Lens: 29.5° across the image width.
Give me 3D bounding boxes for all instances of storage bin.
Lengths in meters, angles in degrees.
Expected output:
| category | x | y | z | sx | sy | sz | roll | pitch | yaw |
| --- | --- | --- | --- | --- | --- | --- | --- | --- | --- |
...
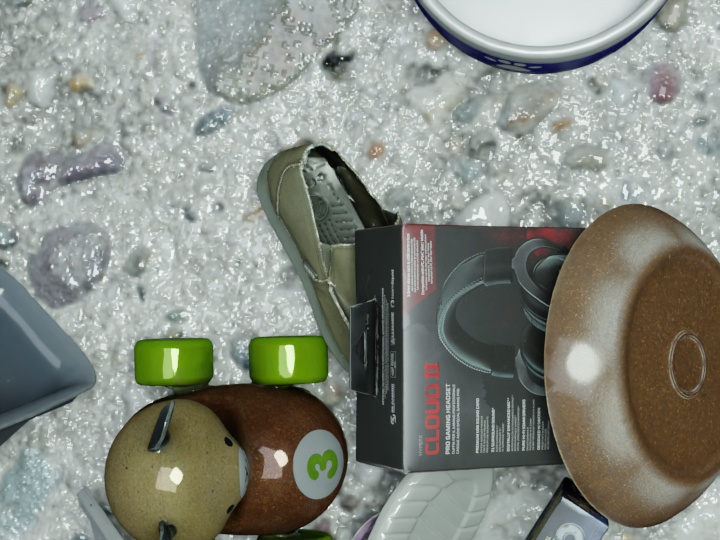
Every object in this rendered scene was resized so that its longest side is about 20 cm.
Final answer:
| category | x | y | z | sx | sy | sz | roll | pitch | yaw |
| --- | --- | --- | --- | --- | --- | --- | --- | --- | --- |
| storage bin | -0.293 | 0.080 | 0.883 | 0.134 | 0.200 | 0.146 | -45 | 85 | 12 |

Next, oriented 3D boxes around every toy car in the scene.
| category | x | y | z | sx | sy | sz | roll | pitch | yaw |
| --- | --- | --- | --- | --- | --- | --- | --- | --- | --- |
| toy car | -0.094 | 0.126 | 0.851 | 0.157 | 0.200 | 0.165 | -2 | 89 | 6 |

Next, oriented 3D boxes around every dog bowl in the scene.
| category | x | y | z | sx | sy | sz | roll | pitch | yaw |
| --- | --- | --- | --- | --- | --- | --- | --- | --- | --- |
| dog bowl | 0.120 | -0.233 | 0.900 | 0.199 | 0.079 | 0.201 | 0 | 88 | 6 |

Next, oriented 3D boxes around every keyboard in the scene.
| category | x | y | z | sx | sy | sz | roll | pitch | yaw |
| --- | --- | --- | --- | --- | --- | --- | --- | --- | --- |
| keyboard | -0.149 | 0.188 | 0.861 | 0.011 | 0.200 | 0.056 | -22 | 104 | -18 |

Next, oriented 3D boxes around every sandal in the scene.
| category | x | y | z | sx | sy | sz | roll | pitch | yaw |
| --- | --- | --- | --- | --- | --- | --- | --- | --- | --- |
| sandal | 0.017 | 0.195 | 0.912 | 0.050 | 0.082 | 0.203 | 30 | 91 | 48 |

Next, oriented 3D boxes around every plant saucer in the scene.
| category | x | y | z | sx | sy | sz | roll | pitch | yaw |
| --- | --- | --- | --- | --- | --- | --- | --- | --- | --- |
| plant saucer | 0.188 | 0.058 | 0.839 | 0.037 | 0.200 | 0.201 | -4 | 88 | 47 |

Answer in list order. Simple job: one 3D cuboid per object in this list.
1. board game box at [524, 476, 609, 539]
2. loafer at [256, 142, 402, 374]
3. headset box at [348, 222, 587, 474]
| category | x | y | z | sx | sy | sz | roll | pitch | yaw |
| --- | --- | --- | --- | --- | --- | --- | --- | --- | --- |
| board game box | 0.089 | 0.228 | 0.863 | 0.035 | 0.135 | 0.200 | 32 | 92 | 10 |
| loafer | 0.000 | 0.000 | 0.900 | 0.075 | 0.070 | 0.200 | -32 | 84 | -26 |
| headset box | 0.082 | 0.047 | 0.858 | 0.199 | 0.077 | 0.150 | 1 | 87 | -24 |
